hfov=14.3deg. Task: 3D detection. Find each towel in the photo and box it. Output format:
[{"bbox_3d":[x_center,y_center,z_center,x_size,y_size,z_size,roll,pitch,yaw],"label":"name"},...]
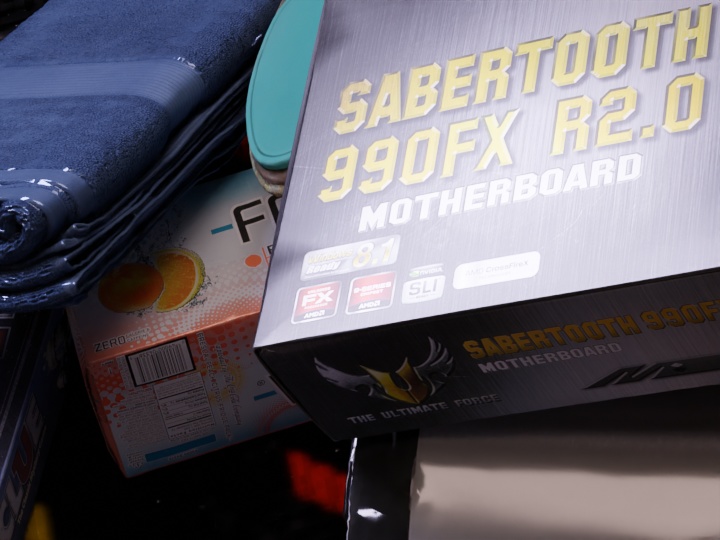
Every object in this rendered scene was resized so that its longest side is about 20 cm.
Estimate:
[{"bbox_3d":[-0.094,-0.047,0.970,0.111,0.049,0.200,1,31,29],"label":"towel"}]

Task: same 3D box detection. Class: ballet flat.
[{"bbox_3d":[0.006,-0.088,0.968,0.070,0.071,0.201,-3,47,8],"label":"ballet flat"}]

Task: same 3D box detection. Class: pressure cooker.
[{"bbox_3d":[0.106,0.086,0.798,0.199,0.179,0.176,0,48,13],"label":"pressure cooker"}]

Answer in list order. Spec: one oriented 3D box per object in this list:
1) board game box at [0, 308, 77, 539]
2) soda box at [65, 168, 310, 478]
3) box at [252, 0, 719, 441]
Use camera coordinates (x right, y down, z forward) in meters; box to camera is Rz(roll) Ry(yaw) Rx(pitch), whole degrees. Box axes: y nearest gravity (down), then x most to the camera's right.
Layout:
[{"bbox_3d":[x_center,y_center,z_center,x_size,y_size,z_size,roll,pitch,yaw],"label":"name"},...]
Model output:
[{"bbox_3d":[-0.167,0.022,1.005,0.135,0.035,0.201,2,49,12],"label":"board game box"},{"bbox_3d":[0.000,0.000,0.972,0.199,0.064,0.069,-17,47,-4],"label":"soda box"},{"bbox_3d":[0.080,-0.045,0.739,0.199,0.048,0.159,-9,51,27],"label":"box"}]
